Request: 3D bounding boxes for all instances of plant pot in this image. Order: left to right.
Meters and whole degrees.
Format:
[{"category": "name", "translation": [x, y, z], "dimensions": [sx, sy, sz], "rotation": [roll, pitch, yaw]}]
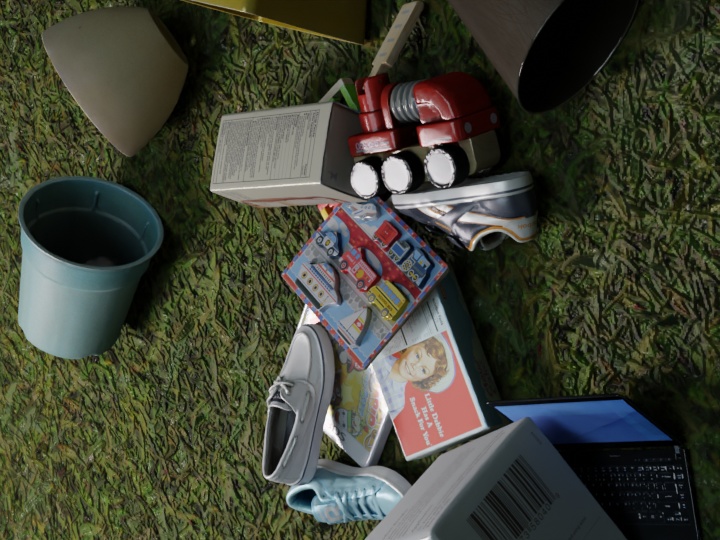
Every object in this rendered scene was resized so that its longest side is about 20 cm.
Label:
[{"category": "plant pot", "translation": [-0.395, 0.006, 2.084], "dimensions": [0.200, 0.200, 0.197], "rotation": [46, 133, 30]}, {"category": "plant pot", "translation": [-0.308, -0.272, 1.968], "dimensions": [0.134, 0.200, 0.201], "rotation": [-34, 69, 5]}, {"category": "plant pot", "translation": [-0.106, -0.382, 1.737], "dimensions": [0.199, 0.199, 0.177], "rotation": [21, 100, 41]}]

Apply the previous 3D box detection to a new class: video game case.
[{"category": "video game case", "translation": [-0.015, 0.115, 1.835], "dimensions": [0.182, 0.023, 0.201], "rotation": [39, 121, 33]}]

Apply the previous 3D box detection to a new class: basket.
[{"category": "basket", "translation": [0.162, -0.292, 1.522], "dimensions": [0.200, 0.136, 0.181], "rotation": [50, 126, 32]}]

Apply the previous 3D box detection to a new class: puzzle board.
[{"category": "puzzle board", "translation": [0.000, 0.000, 1.702], "dimensions": [0.151, 0.017, 0.200], "rotation": [-50, 45, 7]}]

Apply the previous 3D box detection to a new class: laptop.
[{"category": "laptop", "translation": [0.244, 0.222, 1.541], "dimensions": [0.177, 0.103, 0.201], "rotation": [-8, 91, 45]}]

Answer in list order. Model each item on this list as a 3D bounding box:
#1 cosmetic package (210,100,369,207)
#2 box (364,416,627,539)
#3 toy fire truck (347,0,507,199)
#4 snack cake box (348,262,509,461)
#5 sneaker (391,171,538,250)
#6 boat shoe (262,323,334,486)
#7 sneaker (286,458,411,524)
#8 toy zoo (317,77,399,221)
[{"category": "cosmetic package", "translation": [-0.079, -0.135, 1.768], "dimensions": [0.199, 0.087, 0.104], "rotation": [1, 78, 46]}, {"category": "box", "translation": [0.135, 0.302, 1.540], "dimensions": [0.200, 0.199, 0.171], "rotation": [52, 140, -5]}, {"category": "toy fire truck", "translation": [0.067, -0.197, 1.652], "dimensions": [0.176, 0.128, 0.201], "rotation": [-5, 103, 44]}, {"category": "snack cake box", "translation": [0.078, 0.103, 1.692], "dimensions": [0.115, 0.067, 0.201], "rotation": [-25, 78, 26]}, {"category": "sneaker", "translation": [0.113, -0.061, 1.641], "dimensions": [0.200, 0.078, 0.080], "rotation": [0, 108, 51]}, {"category": "boat shoe", "translation": [-0.081, 0.162, 1.820], "dimensions": [0.073, 0.065, 0.201], "rotation": [-5, 77, 45]}, {"category": "sneaker", "translation": [-0.013, 0.285, 1.807], "dimensions": [0.200, 0.082, 0.074], "rotation": [-2, 120, 50]}, {"category": "toy zoo", "translation": [-0.010, -0.114, 1.794], "dimensions": [0.131, 0.020, 0.201], "rotation": [-42, 67, 40]}]
